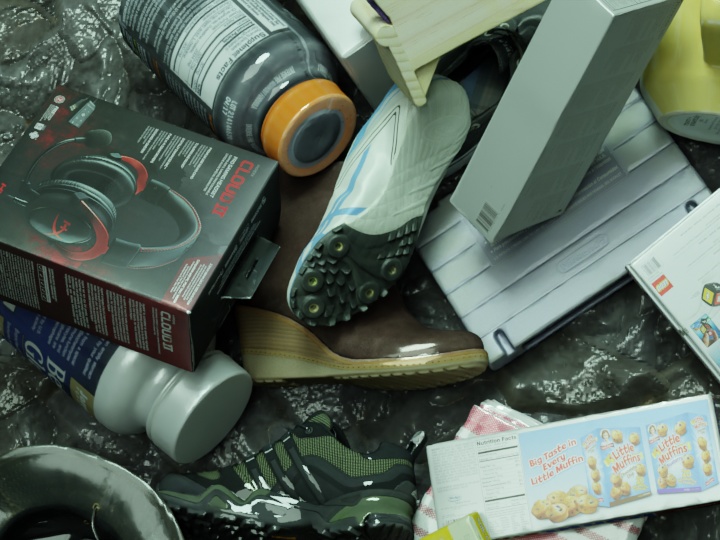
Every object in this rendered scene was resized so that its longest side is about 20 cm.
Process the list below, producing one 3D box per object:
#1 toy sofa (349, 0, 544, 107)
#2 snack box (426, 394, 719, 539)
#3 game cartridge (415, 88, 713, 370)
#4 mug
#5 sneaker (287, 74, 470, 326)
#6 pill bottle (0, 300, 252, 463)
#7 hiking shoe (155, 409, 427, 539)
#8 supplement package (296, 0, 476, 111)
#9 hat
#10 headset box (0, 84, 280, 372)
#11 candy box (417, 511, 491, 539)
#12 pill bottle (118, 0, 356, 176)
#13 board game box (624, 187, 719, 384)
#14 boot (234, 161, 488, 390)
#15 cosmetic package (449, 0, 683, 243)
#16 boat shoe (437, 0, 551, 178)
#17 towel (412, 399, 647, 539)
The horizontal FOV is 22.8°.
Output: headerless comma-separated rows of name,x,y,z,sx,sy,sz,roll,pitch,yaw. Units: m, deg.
toy sofa,0.093,-0.204,1.213,0.199,0.098,0.083,-28,25,-1
snack box,0.146,0.137,1.211,0.199,0.024,0.072,-12,74,14
game cartridge,0.145,-0.035,1.292,0.199,0.038,0.130,-34,64,4
mug,0.246,-0.175,1.231,0.149,0.186,0.154,2,79,48
sneaker,0.009,-0.049,1.261,0.201,0.072,0.072,-59,26,-7
pill bottle,-0.178,0.050,1.315,0.200,0.111,0.111,37,86,22
hiking shoe,-0.049,0.152,1.280,0.199,0.076,0.101,2,54,19
supplement package,-0.002,-0.241,1.345,0.119,0.121,0.200,-34,69,2
hat,-0.209,0.222,1.292,0.199,0.081,0.202,-2,81,11
headset box,-0.156,-0.029,1.257,0.199,0.075,0.149,20,55,12
candy box,0.015,0.253,1.219,0.199,0.026,0.103,-29,80,17
pill bottle,-0.088,-0.154,1.336,0.106,0.106,0.200,-44,57,0
board game box,0.297,-0.017,1.225,0.200,0.035,0.126,-39,84,2
boot,0.000,0.000,1.293,0.199,0.072,0.167,-1,78,24
cosmetic package,0.135,-0.114,1.196,0.051,0.082,0.201,47,133,24
boat shoe,0.100,-0.148,1.319,0.200,0.066,0.070,-39,68,2
towel,0.101,0.206,1.238,0.146,0.030,0.201,26,85,21
